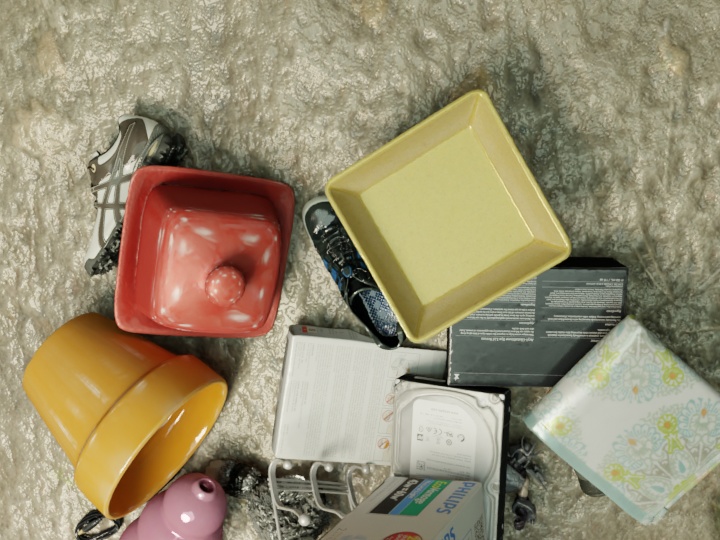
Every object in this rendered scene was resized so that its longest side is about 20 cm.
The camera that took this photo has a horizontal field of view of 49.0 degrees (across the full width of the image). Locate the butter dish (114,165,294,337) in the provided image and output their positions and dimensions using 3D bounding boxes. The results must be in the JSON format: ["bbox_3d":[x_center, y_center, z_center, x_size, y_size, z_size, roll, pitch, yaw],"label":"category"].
[{"bbox_3d":[-0.163,-0.002,0.883,0.198,0.148,0.202,5,104,-23],"label":"butter dish"}]

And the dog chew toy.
[{"bbox_3d":[-0.228,0.330,0.982,0.124,0.125,0.201,31,119,-2],"label":"dog chew toy"}]

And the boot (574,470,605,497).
[{"bbox_3d":[0.330,0.181,0.941,0.198,0.068,0.132,-22,100,11],"label":"boot"}]

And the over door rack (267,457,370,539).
[{"bbox_3d":[-0.031,0.319,0.903,0.066,0.147,0.202,-24,60,37],"label":"over door rack"}]

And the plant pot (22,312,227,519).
[{"bbox_3d":[-0.291,0.155,0.940,0.183,0.200,0.201,37,104,12],"label":"plant pot"}]

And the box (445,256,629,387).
[{"bbox_3d":[0.200,0.058,0.920,0.197,0.079,0.143,1,99,4],"label":"box"}]

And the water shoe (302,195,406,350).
[{"bbox_3d":[0.000,0.000,0.925,0.071,0.079,0.201,-33,97,11],"label":"water shoe"}]

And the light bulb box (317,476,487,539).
[{"bbox_3d":[0.052,0.351,0.837,0.123,0.198,0.203,-4,96,28],"label":"light bulb box"}]

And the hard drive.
[{"bbox_3d":[0.103,0.232,0.933,0.138,0.038,0.203,6,97,25],"label":"hard drive"}]

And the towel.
[{"bbox_3d":[0.309,0.170,0.879,0.199,0.048,0.172,39,103,-8],"label":"towel"}]

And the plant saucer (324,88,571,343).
[{"bbox_3d":[0.093,-0.057,0.850,0.199,0.048,0.201,-30,91,7],"label":"plant saucer"}]

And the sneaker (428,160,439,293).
[{"bbox_3d":[0.051,-0.041,0.919,0.090,0.078,0.203,-2,93,9],"label":"sneaker"}]

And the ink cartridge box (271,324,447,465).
[{"bbox_3d":[-0.003,0.158,0.989,0.197,0.050,0.164,6,103,-15],"label":"ink cartridge box"}]

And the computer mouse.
[{"bbox_3d":[-0.311,0.300,1.043,0.059,0.034,0.200,43,103,-6],"label":"computer mouse"}]

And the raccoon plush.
[{"bbox_3d":[-0.123,0.329,0.975,0.198,0.134,0.098,8,129,18],"label":"raccoon plush"}]

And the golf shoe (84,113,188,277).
[{"bbox_3d":[-0.287,-0.091,0.941,0.094,0.078,0.201,32,97,9],"label":"golf shoe"}]

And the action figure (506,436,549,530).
[{"bbox_3d":[0.152,0.284,0.981,0.130,0.069,0.200,41,100,0],"label":"action figure"}]
